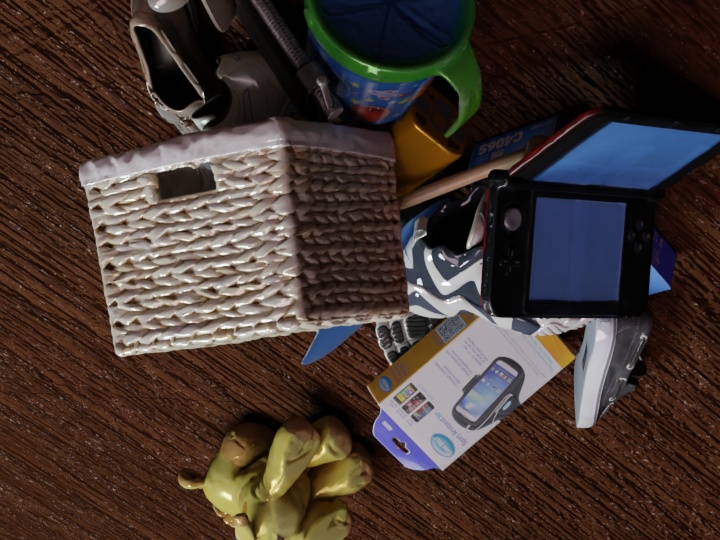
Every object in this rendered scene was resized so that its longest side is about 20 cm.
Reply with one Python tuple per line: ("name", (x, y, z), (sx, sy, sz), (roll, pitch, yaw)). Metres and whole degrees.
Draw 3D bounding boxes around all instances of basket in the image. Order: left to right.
("basket", (-0.086, -0.025, 1.357), (0.197, 0.162, 0.200), (-9, 177, 27))

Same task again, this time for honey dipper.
("honey dipper", (0.070, -0.072, 1.407), (0.199, 0.038, 0.038), (-21, 130, 25))

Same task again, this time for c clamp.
("c clamp", (-0.067, -0.191, 1.329), (0.201, 0.027, 0.171), (56, 173, 18))

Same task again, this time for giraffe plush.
("giraffe plush", (-0.109, 0.241, 1.923), (0.162, 0.200, 0.173), (22, 160, 47))

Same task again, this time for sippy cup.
("sippy cup", (0.013, -0.185, 1.340), (0.138, 0.179, 0.130), (-7, 159, -15))

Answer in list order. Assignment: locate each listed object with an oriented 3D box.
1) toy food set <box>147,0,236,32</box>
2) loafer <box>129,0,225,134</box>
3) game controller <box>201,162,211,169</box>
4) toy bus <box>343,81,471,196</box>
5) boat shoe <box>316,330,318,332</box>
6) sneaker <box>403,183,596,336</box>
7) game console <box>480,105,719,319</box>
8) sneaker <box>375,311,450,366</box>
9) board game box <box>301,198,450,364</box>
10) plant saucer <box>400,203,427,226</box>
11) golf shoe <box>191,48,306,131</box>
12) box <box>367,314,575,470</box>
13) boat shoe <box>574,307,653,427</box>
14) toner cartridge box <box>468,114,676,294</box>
("toy food set", (-0.196, -0.264, 1.329), (0.199, 0.061, 0.144), (20, 150, 38))
("loafer", (-0.164, -0.170, 1.476), (0.071, 0.063, 0.201), (4, 141, 18))
("game controller", (-0.114, -0.052, 1.626), (0.200, 0.042, 0.104), (36, 140, -24))
("toy bus", (0.010, -0.096, 1.484), (0.065, 0.079, 0.200), (35, 137, -22))
("boat shoe", (-0.044, 0.003, 1.586), (0.072, 0.072, 0.200), (48, 179, 25))
("sneaker", (0.131, -0.014, 1.457), (0.197, 0.080, 0.130), (9, 147, 6))
("game console", (0.209, -0.042, 1.375), (0.199, 0.174, 0.118), (2, -177, -40))
("sneaker", (0.050, 0.066, 1.683), (0.076, 0.085, 0.201), (-11, 121, -6))
("board game box", (0.000, 0.000, 1.520), (0.039, 0.158, 0.200), (43, 145, 12))
("plant saucer", (0.095, -0.013, 1.570), (0.199, 0.019, 0.070), (28, 144, 12))
("golf shoe", (-0.106, -0.122, 1.491), (0.096, 0.079, 0.201), (7, 136, -13))
("box", (0.100, 0.106, 1.647), (0.200, 0.042, 0.119), (-39, 124, 5))
("boat shoe", (0.249, 0.092, 1.646), (0.066, 0.070, 0.201), (2, 142, 0))
("toner cartridge box", (0.191, -0.048, 1.504), (0.095, 0.043, 0.200), (-18, 130, 37))
